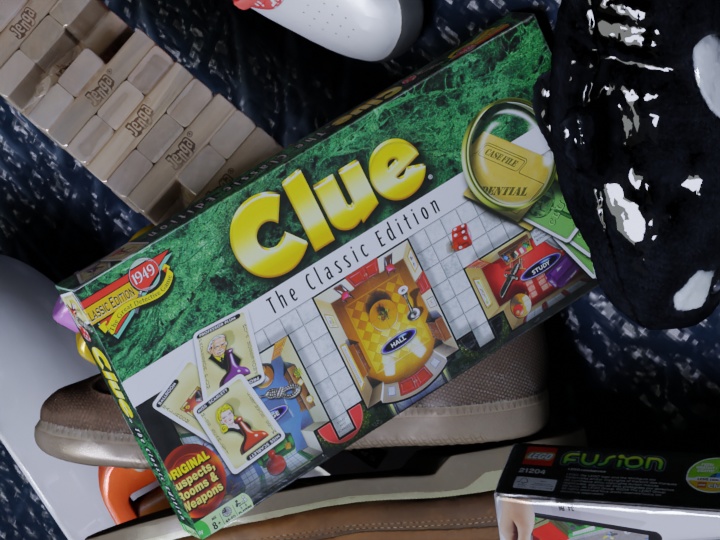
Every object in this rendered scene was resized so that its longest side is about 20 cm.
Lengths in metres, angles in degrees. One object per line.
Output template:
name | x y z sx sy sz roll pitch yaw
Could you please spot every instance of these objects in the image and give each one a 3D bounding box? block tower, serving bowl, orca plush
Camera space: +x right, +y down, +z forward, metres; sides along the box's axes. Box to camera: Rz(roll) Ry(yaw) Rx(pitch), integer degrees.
block tower | -0.102 -0.071 0.944 0.200 0.058 0.054 41 177 15
serving bowl | -0.124 0.069 1.111 0.201 0.066 0.200 55 171 12
orca plush | 0.098 -0.060 0.837 0.105 0.071 0.201 27 127 19

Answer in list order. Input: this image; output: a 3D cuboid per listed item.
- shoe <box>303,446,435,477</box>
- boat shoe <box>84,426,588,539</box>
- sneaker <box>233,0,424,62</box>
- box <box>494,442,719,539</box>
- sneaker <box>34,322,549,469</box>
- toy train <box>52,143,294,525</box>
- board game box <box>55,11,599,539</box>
shoe | -0.037 0.084 1.077 0.200 0.071 0.091 37 134 8
boat shoe | -0.003 0.110 0.950 0.072 0.199 0.068 180 80 -85
sneaker | -0.077 -0.131 0.922 0.201 0.108 0.067 44 139 5
box | 0.152 0.121 0.893 0.199 0.035 0.111 3 122 18
sneaker | -0.027 0.032 0.946 0.070 0.199 0.076 179 87 -74
toy train | -0.040 0.035 1.000 0.151 0.199 0.056 57 179 -17
board game box | 0.000 0.000 0.895 0.105 0.199 0.023 62 163 -15
